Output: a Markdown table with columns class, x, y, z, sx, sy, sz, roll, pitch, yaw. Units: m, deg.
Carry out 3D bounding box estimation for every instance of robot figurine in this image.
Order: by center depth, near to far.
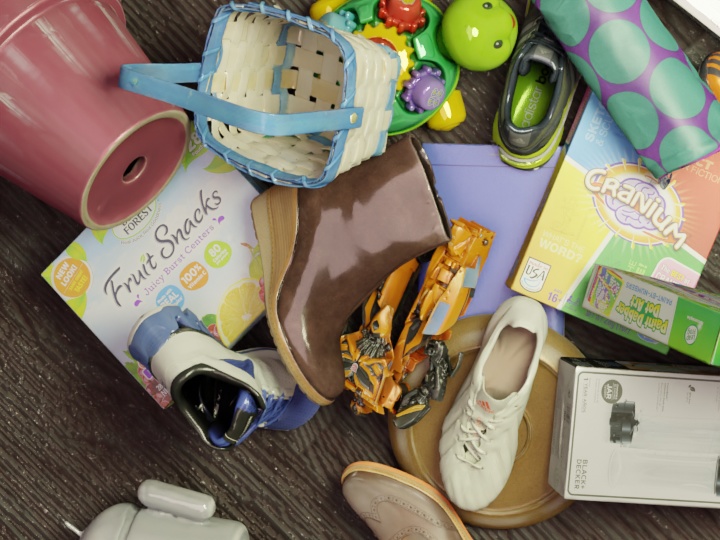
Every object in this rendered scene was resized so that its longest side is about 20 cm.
| class | x | y | z | sx | sy | sz | roll | pitch | yaw |
| --- | --- | --- | --- | --- | --- | --- | --- | --- | --- |
| robot figurine | 0.033 | 0.035 | 1.620 | 0.144 | 0.058 | 0.202 | 31 | 100 | 37 |
| robot figurine | -0.172 | 0.272 | 1.671 | 0.198 | 0.113 | 0.172 | 8 | 102 | 8 |

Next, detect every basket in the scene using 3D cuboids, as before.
| class | x | y | z | sx | sy | sz | roll | pitch | yaw |
| --- | --- | --- | --- | --- | --- | --- | --- | --- | --- |
| basket | -0.071 | -0.141 | 1.499 | 0.175 | 0.199 | 0.141 | 23 | 107 | 37 |

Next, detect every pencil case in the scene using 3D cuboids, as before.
| class | x | y | z | sx | sy | sz | roll | pitch | yaw |
| --- | --- | --- | --- | --- | --- | --- | --- | --- | --- |
| pencil case | 0.227 | -0.172 | 1.536 | 0.085 | 0.092 | 0.201 | -35 | 89 | 28 |

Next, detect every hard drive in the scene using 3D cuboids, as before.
| class | x | y | z | sx | sy | sz | roll | pitch | yaw |
| --- | --- | --- | --- | --- | --- | --- | --- | --- | --- |
| hard drive | 0.117 | -0.011 | 1.652 | 0.130 | 0.025 | 0.202 | 2 | 94 | 8 |

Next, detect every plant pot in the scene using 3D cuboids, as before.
| class | x | y | z | sx | sy | sz | roll | pitch | yaw |
| --- | --- | --- | --- | --- | --- | --- | --- | --- | --- |
| plant pot | -0.248 | -0.139 | 1.590 | 0.179 | 0.200 | 0.201 | 41 | 99 | 20 |
| plant pot | 0.120 | 0.139 | 1.645 | 0.198 | 0.028 | 0.202 | 2 | 105 | 8 |

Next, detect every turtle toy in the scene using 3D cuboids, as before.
| class | x | y | z | sx | sy | sz | roll | pitch | yaw |
| --- | --- | --- | --- | --- | --- | --- | --- | --- | --- |
| turtle toy | 0.041 | -0.188 | 1.613 | 0.198 | 0.101 | 0.147 | -17 | 92 | 9 |

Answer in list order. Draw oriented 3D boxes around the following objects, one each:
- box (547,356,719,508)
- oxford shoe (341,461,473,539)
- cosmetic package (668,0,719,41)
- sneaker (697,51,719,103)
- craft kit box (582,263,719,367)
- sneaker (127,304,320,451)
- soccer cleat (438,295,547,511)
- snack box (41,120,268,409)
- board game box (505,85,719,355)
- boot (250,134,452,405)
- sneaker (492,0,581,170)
| class | x | y | z | sx | sy | sz | roll | pitch | yaw |
| --- | --- | --- | --- | --- | --- | --- | --- | --- | --- |
| box | 0.268 | 0.141 | 1.598 | 0.198 | 0.060 | 0.118 | 3 | 95 | -8 |
| oxford shoe | 0.056 | 0.249 | 1.645 | 0.199 | 0.073 | 0.071 | 39 | 132 | 4 |
| cosmetic package | 0.270 | -0.280 | 1.598 | 0.199 | 0.051 | 0.083 | 39 | 96 | 4 |
| sneaker | 0.384 | -0.135 | 1.551 | 0.199 | 0.112 | 0.078 | 34 | 57 | -6 |
| craft kit box | 0.311 | 0.052 | 1.505 | 0.196 | 0.200 | 0.049 | 10 | 97 | -25 |
| sneaker | -0.108 | 0.114 | 1.604 | 0.081 | 0.199 | 0.115 | -48 | 45 | 14 |
| soccer cleat | 0.110 | 0.118 | 1.586 | 0.069 | 0.078 | 0.202 | 17 | 106 | 4 |
| snack box | -0.158 | -0.006 | 1.673 | 0.200 | 0.068 | 0.169 | -43 | 88 | 7 |
| board game box | 0.233 | -0.049 | 1.608 | 0.152 | 0.040 | 0.202 | 22 | 94 | -4 |
| boot | 0.000 | 0.000 | 1.573 | 0.165 | 0.072 | 0.202 | -17 | 84 | 21 |
| sneaker | 0.165 | -0.188 | 1.598 | 0.073 | 0.081 | 0.202 | 14 | 84 | 6 |
